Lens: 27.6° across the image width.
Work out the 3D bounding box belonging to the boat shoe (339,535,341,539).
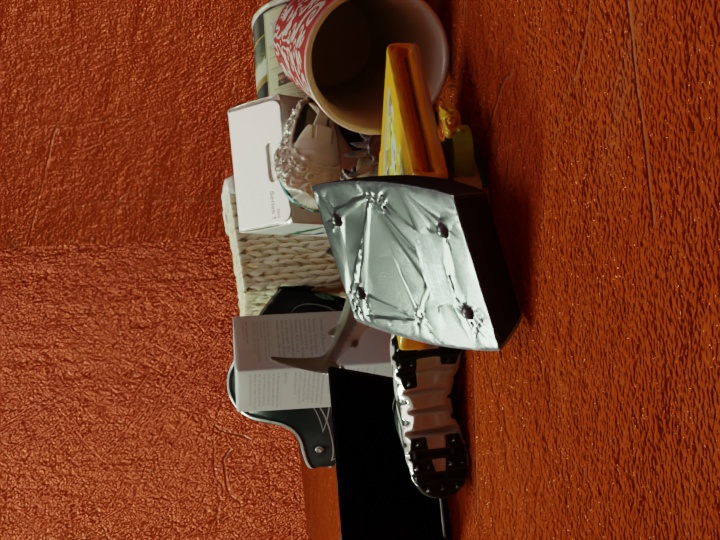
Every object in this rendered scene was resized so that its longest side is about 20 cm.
[{"bbox_3d":[0.004,0.331,1.912,0.200,0.072,0.063,-104,9,-82],"label":"boat shoe"}]

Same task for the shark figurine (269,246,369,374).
[{"bbox_3d":[-0.009,0.017,1.503,0.215,0.089,0.128,-57,-8,-5],"label":"shark figurine"}]

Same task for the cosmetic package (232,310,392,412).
[{"bbox_3d":[-0.040,0.099,1.622,0.102,0.199,0.071,98,168,-57],"label":"cosmetic package"}]

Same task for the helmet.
[{"bbox_3d":[-0.048,0.131,1.768,0.200,0.190,0.200,-60,-7,-13],"label":"helmet"}]

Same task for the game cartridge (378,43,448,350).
[{"bbox_3d":[0.039,-0.062,1.249,0.177,0.032,0.200,-99,11,-45],"label":"game cartridge"}]

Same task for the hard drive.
[{"bbox_3d":[0.043,-0.012,1.123,0.200,0.042,0.135,8,120,58],"label":"hard drive"}]

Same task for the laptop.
[{"bbox_3d":[0.024,0.213,1.474,0.200,0.115,0.188,103,164,-67],"label":"laptop"}]

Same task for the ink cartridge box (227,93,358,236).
[{"bbox_3d":[-0.055,-0.116,1.678,0.200,0.084,0.147,1,-99,-53],"label":"ink cartridge box"}]

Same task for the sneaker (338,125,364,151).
[{"bbox_3d":[0.011,-0.224,1.640,0.114,0.076,0.200,-67,-33,-47],"label":"sneaker"}]

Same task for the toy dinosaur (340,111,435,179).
[{"bbox_3d":[0.020,-0.098,1.490,0.136,0.085,0.201,-97,10,-51],"label":"toy dinosaur"}]

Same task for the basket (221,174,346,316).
[{"bbox_3d":[-0.076,-0.031,1.909,0.198,0.199,0.161,109,155,-74],"label":"basket"}]

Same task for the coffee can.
[{"bbox_3d":[-0.072,-0.256,2.006,0.146,0.146,0.201,102,165,-66],"label":"coffee can"}]

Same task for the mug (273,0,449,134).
[{"bbox_3d":[0.008,-0.220,1.389,0.134,0.177,0.200,59,174,-20],"label":"mug"}]

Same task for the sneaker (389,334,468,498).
[{"bbox_3d":[0.057,0.105,1.349,0.090,0.066,0.201,173,92,-81],"label":"sneaker"}]

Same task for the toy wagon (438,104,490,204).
[{"bbox_3d":[0.080,-0.044,1.212,0.155,0.039,0.201,-101,11,-52],"label":"toy wagon"}]

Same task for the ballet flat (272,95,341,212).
[{"bbox_3d":[-0.051,-0.130,1.495,0.200,0.071,0.072,-99,8,-62],"label":"ballet flat"}]
